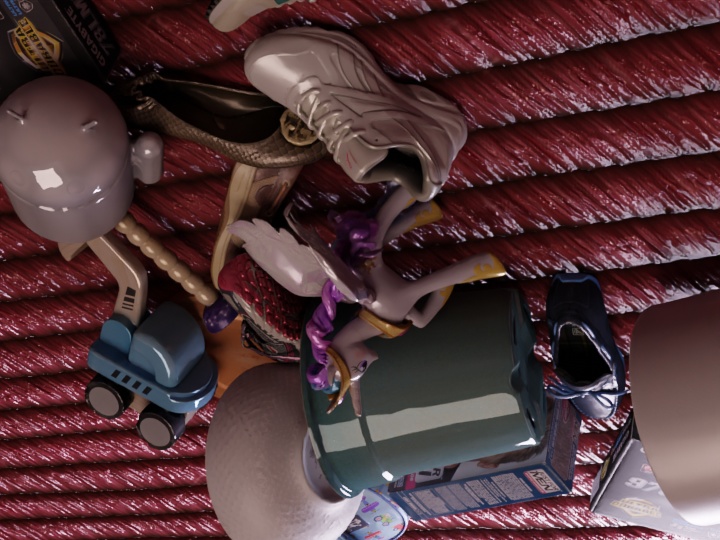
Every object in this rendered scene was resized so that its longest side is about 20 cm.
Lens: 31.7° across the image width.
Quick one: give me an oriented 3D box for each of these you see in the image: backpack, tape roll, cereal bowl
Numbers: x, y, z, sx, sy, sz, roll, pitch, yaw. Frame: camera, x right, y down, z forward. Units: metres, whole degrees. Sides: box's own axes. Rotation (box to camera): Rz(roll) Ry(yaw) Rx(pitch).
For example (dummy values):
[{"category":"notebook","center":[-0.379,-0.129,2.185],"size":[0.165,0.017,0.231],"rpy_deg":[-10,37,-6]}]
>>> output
[{"category":"backpack","center":[-0.024,0.264,1.461],"size":[0.199,0.135,0.183],"rpy_deg":[-19,131,31]},{"category":"tape roll","center":[0.340,0.112,1.108],"size":[0.139,0.204,0.203],"rpy_deg":[-17,131,34]},{"category":"cereal bowl","center":[-0.058,0.190,1.275],"size":[0.083,0.201,0.200],"rpy_deg":[-9,136,39]}]

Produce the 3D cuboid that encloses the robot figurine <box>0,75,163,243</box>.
[{"category":"robot figurine","center":[-0.252,-0.093,1.082],"size":[0.168,0.114,0.200],"rpy_deg":[-6,165,-9]}]

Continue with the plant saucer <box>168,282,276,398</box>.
[{"category":"plant saucer","center":[-0.124,0.090,1.369],"size":[0.199,0.032,0.201],"rpy_deg":[10,141,8]}]

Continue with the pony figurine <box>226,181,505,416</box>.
[{"category":"pony figurine","center":[0.000,0.000,1.093],"size":[0.193,0.200,0.166],"rpy_deg":[53,164,-14]}]

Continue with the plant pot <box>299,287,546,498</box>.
[{"category":"plant pot","center":[0.068,0.104,1.211],"size":[0.195,0.201,0.201],"rpy_deg":[-11,135,17]}]

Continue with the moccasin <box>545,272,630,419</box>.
[{"category":"moccasin","center":[0.209,0.088,1.226],"size":[0.080,0.068,0.200],"rpy_deg":[-6,136,24]}]

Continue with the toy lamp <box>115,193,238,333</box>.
[{"category":"toy lamp","center":[-0.200,-0.020,1.236],"size":[0.058,0.058,0.200],"rpy_deg":[-25,119,38]}]

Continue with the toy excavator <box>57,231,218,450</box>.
[{"category":"toy excavator","center":[-0.226,0.052,1.292],"size":[0.194,0.100,0.201],"rpy_deg":[28,126,9]}]

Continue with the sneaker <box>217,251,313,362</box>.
[{"category":"sneaker","center":[-0.087,0.048,1.209],"size":[0.074,0.081,0.200],"rpy_deg":[-14,152,16]}]

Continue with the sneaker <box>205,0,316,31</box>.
[{"category":"sneaker","center":[-0.035,-0.221,0.943],"size":[0.093,0.071,0.199],"rpy_deg":[36,136,-21]}]

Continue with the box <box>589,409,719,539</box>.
[{"category":"box","center":[0.362,0.228,1.356],"size":[0.199,0.046,0.159],"rpy_deg":[15,141,2]}]

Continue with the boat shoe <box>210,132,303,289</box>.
[{"category":"boat shoe","center":[-0.092,-0.045,1.173],"size":[0.072,0.072,0.201],"rpy_deg":[16,137,-3]}]

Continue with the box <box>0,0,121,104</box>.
[{"category":"box","center":[-0.333,-0.227,1.055],"size":[0.197,0.050,0.200],"rpy_deg":[-7,135,24]}]

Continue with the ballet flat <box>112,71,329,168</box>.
[{"category":"ballet flat","center":[-0.119,-0.135,1.080],"size":[0.199,0.068,0.046],"rpy_deg":[15,149,11]}]

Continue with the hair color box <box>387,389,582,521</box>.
[{"category":"hair color box","center":[0.132,0.198,1.356],"size":[0.199,0.100,0.061],"rpy_deg":[-18,129,33]}]

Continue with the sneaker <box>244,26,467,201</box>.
[{"category":"sneaker","center":[-0.007,-0.123,1.025],"size":[0.199,0.100,0.078],"rpy_deg":[24,140,-10]}]
